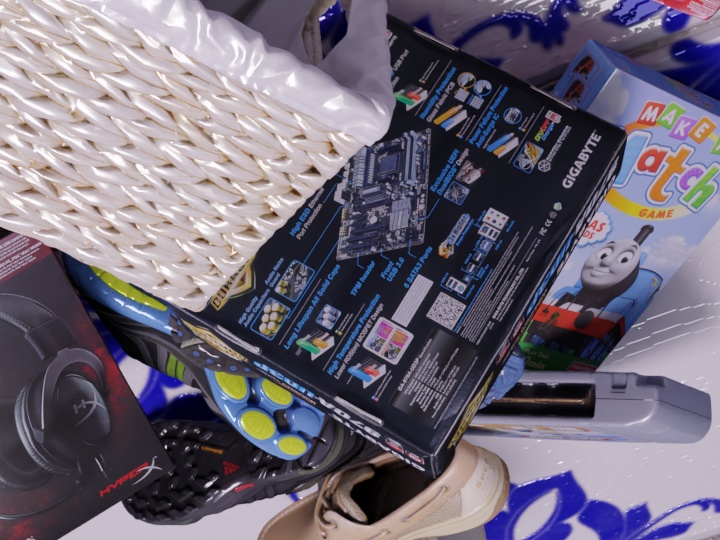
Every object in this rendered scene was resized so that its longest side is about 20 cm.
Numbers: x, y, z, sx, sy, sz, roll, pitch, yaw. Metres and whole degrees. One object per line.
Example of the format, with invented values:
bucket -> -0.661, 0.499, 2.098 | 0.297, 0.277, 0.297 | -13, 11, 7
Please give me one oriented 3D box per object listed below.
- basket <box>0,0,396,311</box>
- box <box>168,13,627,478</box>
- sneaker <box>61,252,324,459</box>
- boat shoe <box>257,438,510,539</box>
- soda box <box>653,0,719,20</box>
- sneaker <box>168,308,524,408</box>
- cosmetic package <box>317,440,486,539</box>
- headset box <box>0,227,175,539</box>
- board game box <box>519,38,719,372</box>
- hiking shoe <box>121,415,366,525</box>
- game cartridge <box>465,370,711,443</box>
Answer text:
basket -> -0.111, -0.121, 0.613 | 0.199, 0.199, 0.161 | 26, 127, -28
box -> 0.022, -0.020, 0.686 | 0.158, 0.201, 0.046 | 28, 164, 15
sneaker -> -0.100, 0.038, 0.823 | 0.199, 0.071, 0.083 | 40, 164, -10
boat shoe -> 0.001, 0.156, 0.893 | 0.199, 0.072, 0.064 | -28, 136, 25
soda box -> 0.101, -0.194, 0.655 | 0.199, 0.070, 0.064 | 16, 128, -20
sneaker -> -0.002, 0.018, 0.750 | 0.199, 0.086, 0.077 | 14, 138, -1
cosmetic package -> 0.033, 0.210, 0.931 | 0.103, 0.201, 0.073 | -32, 128, 23
headset box -> -0.220, 0.062, 0.760 | 0.148, 0.077, 0.201 | -30, 119, -13
board game box -> 0.136, -0.026, 0.797 | 0.151, 0.037, 0.200 | 15, 120, -36
hiking shoe -> -0.080, 0.139, 0.933 | 0.199, 0.076, 0.100 | -17, 158, 31
game cartridge -> 0.118, 0.089, 0.864 | 0.199, 0.042, 0.133 | -2, 164, 31
